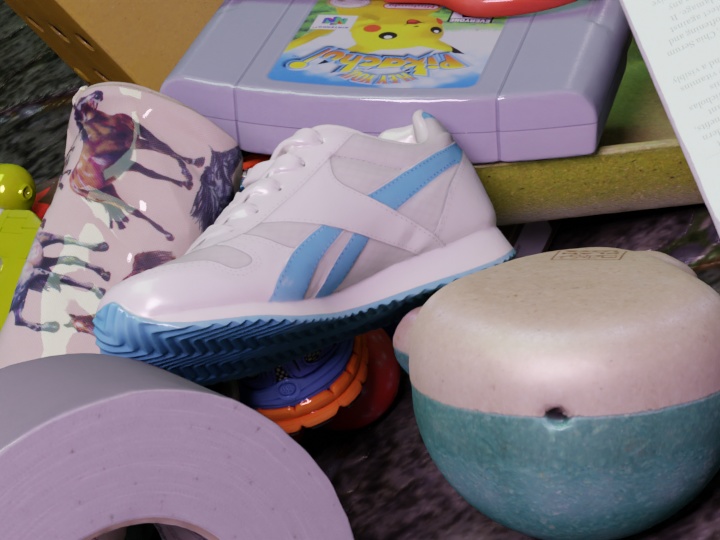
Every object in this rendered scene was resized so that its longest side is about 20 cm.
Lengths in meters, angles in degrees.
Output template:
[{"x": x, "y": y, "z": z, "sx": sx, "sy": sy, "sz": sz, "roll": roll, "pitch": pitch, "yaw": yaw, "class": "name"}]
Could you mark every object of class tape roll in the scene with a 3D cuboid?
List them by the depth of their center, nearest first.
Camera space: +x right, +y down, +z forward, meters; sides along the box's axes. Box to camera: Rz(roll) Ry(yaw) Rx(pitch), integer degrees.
[{"x": -0.098, "y": 0.134, "z": 0.920, "sx": 0.200, "sy": 0.200, "sz": 0.066, "roll": -42, "pitch": 29, "yaw": -20, "class": "tape roll"}]

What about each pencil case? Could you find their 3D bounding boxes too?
[{"x": -0.112, "y": 0.021, "z": 1.028, "sx": 0.089, "sy": 0.078, "sz": 0.200, "roll": 13, "pitch": 71, "yaw": 14, "class": "pencil case"}]

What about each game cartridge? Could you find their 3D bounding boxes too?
[{"x": 0.016, "y": -0.090, "z": 1.133, "sx": 0.200, "sy": 0.040, "sz": 0.133, "roll": 3, "pitch": 32, "yaw": 13, "class": "game cartridge"}]

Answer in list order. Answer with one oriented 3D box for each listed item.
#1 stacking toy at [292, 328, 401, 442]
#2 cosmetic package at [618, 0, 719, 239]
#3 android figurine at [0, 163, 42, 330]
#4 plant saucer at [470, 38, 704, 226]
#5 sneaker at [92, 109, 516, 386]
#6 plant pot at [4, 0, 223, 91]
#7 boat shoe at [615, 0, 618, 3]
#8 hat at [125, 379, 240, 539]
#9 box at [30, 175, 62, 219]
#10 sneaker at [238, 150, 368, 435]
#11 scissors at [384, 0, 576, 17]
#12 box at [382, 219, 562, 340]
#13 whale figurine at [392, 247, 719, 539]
[{"x": -0.076, "y": 0.065, "z": 1.155, "sx": 0.200, "sy": 0.085, "sz": 0.085, "roll": -18, "pitch": 29, "yaw": 13, "class": "stacking toy"}, {"x": 0.176, "y": -0.089, "z": 1.050, "sx": 0.101, "sy": 0.071, "sz": 0.200, "roll": -24, "pitch": 61, "yaw": 12, "class": "cosmetic package"}, {"x": -0.227, "y": 0.023, "z": 1.312, "sx": 0.200, "sy": 0.041, "sz": 0.182, "roll": 5, "pitch": 60, "yaw": 42, "class": "android figurine"}, {"x": 0.095, "y": -0.076, "z": 1.184, "sx": 0.200, "sy": 0.048, "sz": 0.200, "roll": -6, "pitch": 27, "yaw": -5, "class": "plant saucer"}, {"x": -0.030, "y": -0.009, "z": 1.006, "sx": 0.200, "sy": 0.081, "sz": 0.077, "roll": -17, "pitch": -10, "yaw": -42, "class": "sneaker"}, {"x": -0.131, "y": -0.211, "z": 1.559, "sx": 0.176, "sy": 0.200, "sz": 0.200, "roll": -50, "pitch": 30, "yaw": -10, "class": "plant pot"}, {"x": 0.182, "y": -0.146, "z": 1.155, "sx": 0.200, "sy": 0.065, "sz": 0.071, "roll": 19, "pitch": 57, "yaw": 20, "class": "boat shoe"}, {"x": -0.115, "y": 0.116, "z": 1.082, "sx": 0.201, "sy": 0.081, "sz": 0.201, "roll": -17, "pitch": 55, "yaw": 26, "class": "hat"}, {"x": -0.245, "y": 0.034, "z": 1.376, "sx": 0.200, "sy": 0.039, "sz": 0.137, "roll": -16, "pitch": 47, "yaw": 27, "class": "box"}, {"x": -0.039, "y": -0.022, "z": 1.116, "sx": 0.075, "sy": 0.078, "sz": 0.200, "roll": -19, "pitch": 44, "yaw": 4, "class": "sneaker"}, {"x": 0.008, "y": -0.132, "z": 1.159, "sx": 0.200, "sy": 0.014, "sz": 0.073, "roll": -9, "pitch": 39, "yaw": 0, "class": "scissors"}, {"x": 0.000, "y": 0.000, "z": 1.229, "sx": 0.200, "sy": 0.032, "sz": 0.121, "roll": -13, "pitch": 33, "yaw": 34, "class": "box"}, {"x": 0.092, "y": 0.045, "z": 1.009, "sx": 0.159, "sy": 0.104, "sz": 0.200, "roll": -1, "pitch": 12, "yaw": 11, "class": "whale figurine"}]
